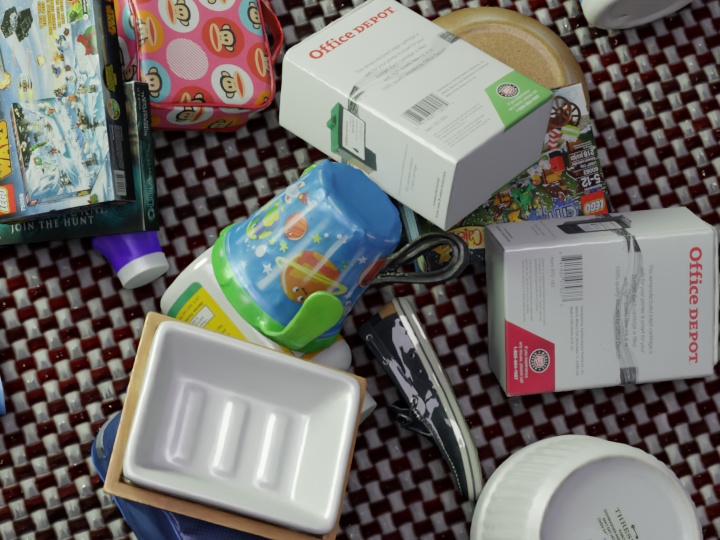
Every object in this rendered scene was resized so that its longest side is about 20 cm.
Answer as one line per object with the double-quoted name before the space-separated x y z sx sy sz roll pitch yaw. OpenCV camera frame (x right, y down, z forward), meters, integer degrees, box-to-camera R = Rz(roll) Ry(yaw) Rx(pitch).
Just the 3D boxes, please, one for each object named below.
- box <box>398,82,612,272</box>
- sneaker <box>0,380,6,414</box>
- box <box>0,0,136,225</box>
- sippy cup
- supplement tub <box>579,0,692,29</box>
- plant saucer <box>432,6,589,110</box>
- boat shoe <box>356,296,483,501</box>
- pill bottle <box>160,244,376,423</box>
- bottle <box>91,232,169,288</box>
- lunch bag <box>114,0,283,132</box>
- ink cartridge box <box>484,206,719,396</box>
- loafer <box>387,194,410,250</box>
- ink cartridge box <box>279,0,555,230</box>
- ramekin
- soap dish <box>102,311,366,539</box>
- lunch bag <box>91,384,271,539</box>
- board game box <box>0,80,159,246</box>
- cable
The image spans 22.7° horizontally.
"box" 0.131 -0.087 1.691 0.200 0.038 0.137 -17 97 -19
"sneaker" -0.382 0.047 1.629 0.078 0.070 0.200 -15 76 -14
"box" -0.275 -0.149 1.593 0.137 0.040 0.200 -8 85 25
"sippy cup" -0.038 -0.021 1.547 0.130 0.140 0.178 -45 62 27
"supplement tub" 0.255 -0.352 1.766 0.132 0.132 0.200 -16 77 -9
"plant saucer" 0.129 -0.172 1.754 0.200 0.035 0.200 1 75 -5
"boat shoe" 0.057 0.123 1.646 0.062 0.075 0.200 -26 86 2
"pill bottle" -0.079 0.072 1.627 0.113 0.113 0.200 -39 81 -14
"bottle" -0.240 -0.081 1.670 0.065 0.084 0.200 -14 72 -47
"lunch bag" -0.157 -0.233 1.706 0.176 0.082 0.200 -1 73 -30
"ink cartridge box" 0.222 0.027 1.654 0.200 0.083 0.145 -5 107 -8
"loafer" 0.031 -0.115 1.715 0.070 0.068 0.201 5 79 -12
"ink cartridge box" 0.047 -0.145 1.592 0.200 0.084 0.146 34 49 25
"ramekin" 0.208 0.244 1.587 0.200 0.105 0.200 3 81 -18
"soap dish" -0.106 0.139 1.490 0.200 0.081 0.158 18 67 -16
"lunch bag" -0.147 0.182 1.579 0.136 0.132 0.200 -27 84 -28
"board game box" -0.278 -0.094 1.632 0.200 0.028 0.135 -5 89 26
"cable" 0.000 0.000 1.648 0.200 0.050 0.097 5 82 33
